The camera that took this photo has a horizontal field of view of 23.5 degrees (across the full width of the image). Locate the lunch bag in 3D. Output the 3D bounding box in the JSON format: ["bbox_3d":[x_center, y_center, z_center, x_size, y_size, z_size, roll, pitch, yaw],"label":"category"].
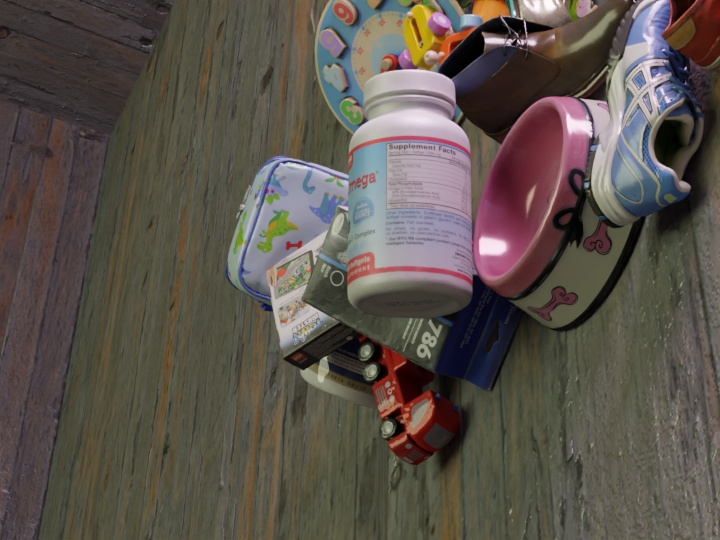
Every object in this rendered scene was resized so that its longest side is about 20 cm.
[{"bbox_3d":[-0.035,-0.022,1.822,0.082,0.199,0.162,-166,94,-74],"label":"lunch bag"}]

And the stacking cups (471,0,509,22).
[{"bbox_3d":[0.144,-0.296,1.798,0.060,0.060,0.201,177,108,-72],"label":"stacking cups"}]

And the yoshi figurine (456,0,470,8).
[{"bbox_3d":[0.100,-0.286,1.904,0.200,0.112,0.112,-51,60,19],"label":"yoshi figurine"}]

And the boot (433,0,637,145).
[{"bbox_3d":[0.155,-0.191,1.533,0.200,0.097,0.075,-41,35,34],"label":"boot"}]

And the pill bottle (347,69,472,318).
[{"bbox_3d":[0.043,-0.066,1.510,0.109,0.108,0.201,145,128,-63],"label":"pill bottle"}]

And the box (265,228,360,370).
[{"bbox_3d":[0.000,0.000,1.666,0.199,0.035,0.111,-32,50,24],"label":"box"}]

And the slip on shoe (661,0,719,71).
[{"bbox_3d":[0.271,-0.250,1.339,0.074,0.061,0.201,139,147,-62],"label":"slip on shoe"}]

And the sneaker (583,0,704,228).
[{"bbox_3d":[0.234,-0.127,1.341,0.077,0.076,0.201,-11,60,45],"label":"sneaker"}]

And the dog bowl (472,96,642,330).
[{"bbox_3d":[0.162,-0.056,1.457,0.200,0.073,0.201,-161,90,-73],"label":"dog bowl"}]

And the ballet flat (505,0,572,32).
[{"bbox_3d":[0.164,-0.268,1.649,0.201,0.062,0.068,-98,-5,-51],"label":"ballet flat"}]

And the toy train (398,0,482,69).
[{"bbox_3d":[0.102,-0.269,1.751,0.150,0.055,0.201,-17,66,54],"label":"toy train"}]

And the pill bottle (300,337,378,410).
[{"bbox_3d":[0.021,0.031,1.745,0.111,0.110,0.201,-145,74,-72],"label":"pill bottle"}]

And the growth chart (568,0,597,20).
[{"bbox_3d":[0.193,-0.266,1.674,0.145,0.018,0.201,134,147,-57],"label":"growth chart"}]

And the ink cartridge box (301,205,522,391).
[{"bbox_3d":[0.047,0.024,1.576,0.039,0.199,0.100,4,-71,-62],"label":"ink cartridge box"}]

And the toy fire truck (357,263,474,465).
[{"bbox_3d":[0.068,0.067,1.630,0.141,0.049,0.201,-35,48,22],"label":"toy fire truck"}]

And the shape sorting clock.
[{"bbox_3d":[0.035,-0.227,1.876,0.039,0.200,0.201,-33,-25,-58],"label":"shape sorting clock"}]
